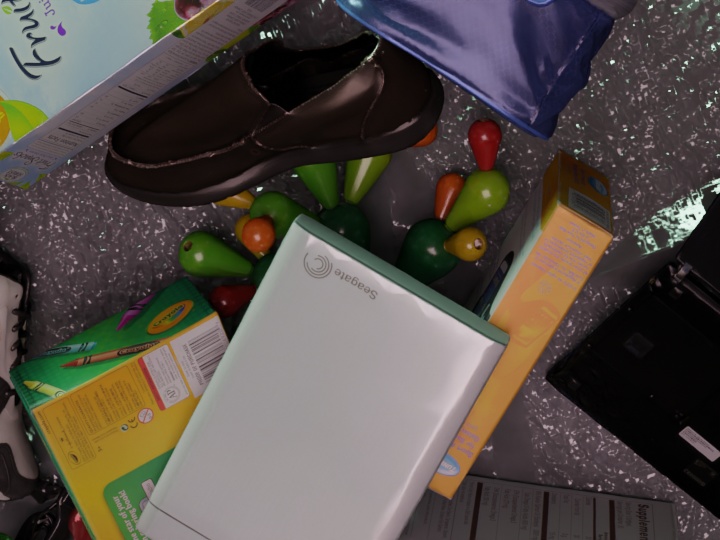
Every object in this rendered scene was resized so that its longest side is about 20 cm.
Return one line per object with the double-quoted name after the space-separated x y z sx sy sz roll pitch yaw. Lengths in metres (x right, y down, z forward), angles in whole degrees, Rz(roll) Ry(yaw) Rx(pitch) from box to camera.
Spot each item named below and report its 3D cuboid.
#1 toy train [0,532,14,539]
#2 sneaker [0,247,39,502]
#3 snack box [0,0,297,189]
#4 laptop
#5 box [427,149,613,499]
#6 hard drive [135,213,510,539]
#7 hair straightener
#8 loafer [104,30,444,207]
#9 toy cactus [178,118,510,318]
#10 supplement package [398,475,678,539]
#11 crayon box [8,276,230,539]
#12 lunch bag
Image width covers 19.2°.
-0.257 0.137 1.259 0.042 0.056 0.200 -48 69 15 "toy train"
-0.224 0.044 1.259 0.079 0.074 0.202 -19 109 -1 "sneaker"
-0.156 -0.169 1.157 0.199 0.068 0.170 -34 74 15 "snack box"
0.242 0.037 1.238 0.177 0.104 0.200 38 132 -5 "laptop"
0.077 0.038 1.199 0.041 0.119 0.201 27 108 -3 "box"
-0.023 0.089 1.155 0.131 0.027 0.201 30 107 4 "hard drive"
-0.181 0.160 1.293 0.041 0.077 0.201 28 97 -33 "hair straightener"
-0.056 -0.094 1.158 0.198 0.073 0.072 -14 134 17 "loafer"
0.000 0.000 1.218 0.198 0.102 0.166 -18 114 2 "toy cactus"
0.081 0.197 1.246 0.198 0.117 0.118 8 107 4 "supplement package"
-0.107 0.121 1.231 0.118 0.058 0.201 -28 118 -11 "crayon box"
0.075 -0.160 1.096 0.135 0.200 0.133 32 98 -4 "lunch bag"
